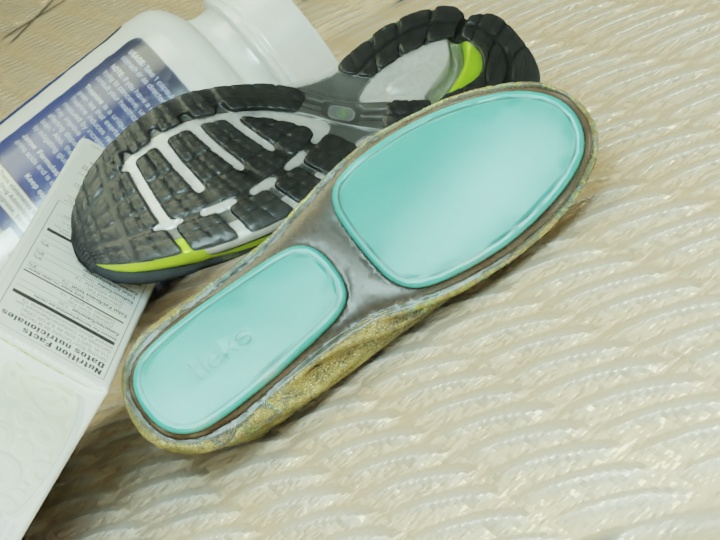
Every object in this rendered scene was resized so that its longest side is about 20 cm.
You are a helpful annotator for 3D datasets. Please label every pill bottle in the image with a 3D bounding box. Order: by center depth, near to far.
[{"bbox_3d":[-0.106,-0.053,1.300,0.200,0.111,0.111,-39,15,-7],"label":"pill bottle"}]

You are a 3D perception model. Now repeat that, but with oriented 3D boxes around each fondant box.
[{"bbox_3d":[-0.138,0.049,1.069,0.144,0.058,0.200,-58,6,22],"label":"fondant box"}]

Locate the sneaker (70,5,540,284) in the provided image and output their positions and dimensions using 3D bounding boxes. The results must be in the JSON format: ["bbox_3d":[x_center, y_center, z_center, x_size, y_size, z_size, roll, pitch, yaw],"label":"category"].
[{"bbox_3d":[-0.021,-0.033,1.062,0.200,0.074,0.081,-20,-34,-23],"label":"sneaker"}]

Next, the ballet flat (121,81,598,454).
[{"bbox_3d":[0.000,0.000,1.000,0.200,0.071,0.071,-36,15,-1],"label":"ballet flat"}]
